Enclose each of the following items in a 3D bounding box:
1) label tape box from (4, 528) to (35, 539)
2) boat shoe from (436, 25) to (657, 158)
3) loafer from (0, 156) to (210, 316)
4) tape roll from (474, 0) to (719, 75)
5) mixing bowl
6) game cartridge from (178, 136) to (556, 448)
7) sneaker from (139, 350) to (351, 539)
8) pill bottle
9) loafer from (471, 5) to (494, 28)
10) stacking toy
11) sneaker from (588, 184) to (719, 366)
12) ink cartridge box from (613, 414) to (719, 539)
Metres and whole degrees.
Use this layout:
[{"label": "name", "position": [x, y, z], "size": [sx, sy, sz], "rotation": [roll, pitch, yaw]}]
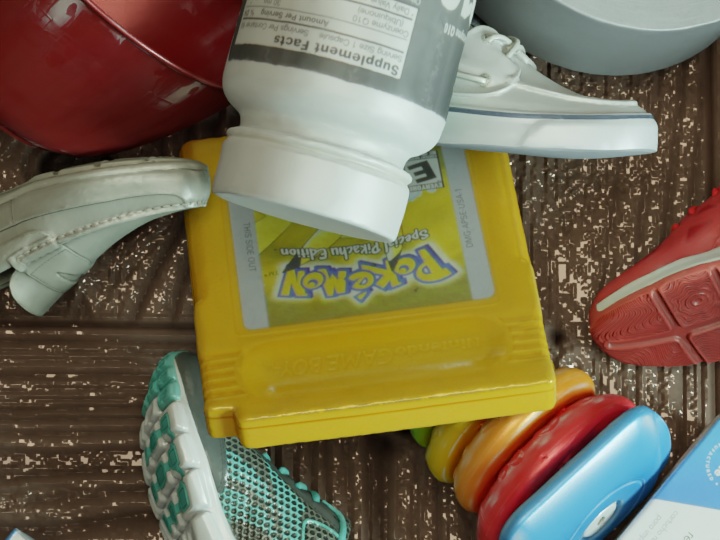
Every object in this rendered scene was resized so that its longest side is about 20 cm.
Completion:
[{"label": "label tape box", "position": [-0.144, 0.250, 1.405], "size": [0.200, 0.066, 0.143], "rotation": [39, 81, 8]}, {"label": "boat shoe", "position": [0.056, -0.096, 1.425], "size": [0.199, 0.074, 0.066], "rotation": [7, 91, 10]}, {"label": "loafer", "position": [-0.169, -0.012, 1.445], "size": [0.200, 0.070, 0.070], "rotation": [-16, 86, 17]}, {"label": "tape roll", "position": [0.135, -0.208, 1.471], "size": [0.200, 0.066, 0.201], "rotation": [4, 72, -14]}, {"label": "mixing bowl", "position": [-0.153, -0.133, 1.433], "size": [0.108, 0.200, 0.200], "rotation": [-43, 81, 20]}, {"label": "game cartridge", "position": [0.000, 0.000, 1.422], "size": [0.176, 0.032, 0.200], "rotation": [-8, 45, -2]}, {"label": "sneaker", "position": [-0.051, 0.133, 1.435], "size": [0.091, 0.078, 0.200], "rotation": [-15, 78, -25]}, {"label": "pill bottle", "position": [-0.003, -0.122, 1.359], "size": [0.113, 0.113, 0.201], "rotation": [15, 87, 2]}, {"label": "loafer", "position": [-0.017, -0.162, 1.485], "size": [0.200, 0.068, 0.071], "rotation": [28, 72, 1]}, {"label": "stacking toy", "position": [0.056, 0.064, 1.437], "size": [0.110, 0.116, 0.200], "rotation": [-41, 68, -14]}, {"label": "sneaker", "position": [0.208, -0.030, 1.473], "size": [0.200, 0.078, 0.116], "rotation": [-22, 46, 10]}, {"label": "ink cartridge box", "position": [0.226, 0.181, 1.420], "size": [0.200, 0.067, 0.116], "rotation": [39, 81, 6]}]
